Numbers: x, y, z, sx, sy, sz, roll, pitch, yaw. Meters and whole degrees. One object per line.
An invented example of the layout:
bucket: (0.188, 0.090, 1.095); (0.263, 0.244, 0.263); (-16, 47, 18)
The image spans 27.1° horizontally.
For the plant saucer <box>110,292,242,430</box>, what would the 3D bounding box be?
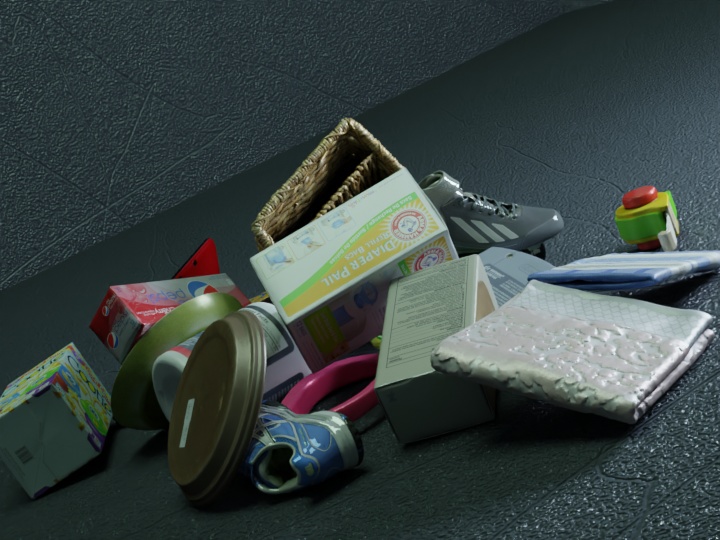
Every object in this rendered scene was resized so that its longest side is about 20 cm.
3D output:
plant saucer: (-0.204, 0.115, 1.752); (0.199, 0.201, 0.031); (-31, 58, -33)

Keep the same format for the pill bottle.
pill bottle: (-0.124, 0.106, 1.694); (0.199, 0.120, 0.119); (-30, 14, -33)

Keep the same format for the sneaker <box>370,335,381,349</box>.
sneaker: (0.097, 0.026, 1.720); (0.199, 0.084, 0.074); (-22, 8, -2)

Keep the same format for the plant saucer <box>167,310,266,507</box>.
plant saucer: (-0.148, 0.135, 1.498); (0.029, 0.202, 0.200); (16, -4, -24)

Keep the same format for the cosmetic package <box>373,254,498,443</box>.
cosmetic package: (0.078, 0.074, 1.474); (0.104, 0.071, 0.201); (-16, 28, 17)

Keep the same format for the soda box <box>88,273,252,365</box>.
soda box: (-0.219, 0.054, 1.764); (0.199, 0.070, 0.064); (-7, -43, -54)

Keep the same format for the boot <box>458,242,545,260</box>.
boot: (0.137, -0.020, 1.866); (0.199, 0.077, 0.168); (-26, 15, 16)

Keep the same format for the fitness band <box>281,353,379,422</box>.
fitness band: (-0.019, 0.132, 1.592); (0.143, 0.038, 0.200); (-19, 12, 17)

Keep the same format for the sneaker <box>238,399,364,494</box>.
sneaker: (-0.088, 0.173, 1.444); (0.077, 0.076, 0.199); (-28, 11, -40)

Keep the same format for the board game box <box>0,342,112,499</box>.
board game box: (-0.376, 0.179, 1.826); (0.103, 0.105, 0.200); (-34, 12, 2)

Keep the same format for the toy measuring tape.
toy measuring tape: (0.321, -0.049, 1.688); (0.073, 0.074, 0.200); (-19, 12, 16)

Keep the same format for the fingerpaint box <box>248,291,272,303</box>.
fingerpaint box: (-0.063, 0.052, 1.920); (0.199, 0.074, 0.167); (-25, 12, -14)

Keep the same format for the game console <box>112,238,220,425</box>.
game console: (-0.253, 0.078, 1.932); (0.172, 0.119, 0.200); (-30, 13, 29)

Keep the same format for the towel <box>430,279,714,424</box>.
towel: (0.193, 0.067, 1.342); (0.199, 0.033, 0.191); (12, 28, 33)

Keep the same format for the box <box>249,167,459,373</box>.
box: (0.000, 0.000, 1.609); (0.199, 0.113, 0.102); (-30, 54, -4)

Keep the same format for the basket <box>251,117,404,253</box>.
basket: (-0.016, -0.049, 1.786); (0.142, 0.149, 0.200); (32, 66, 22)

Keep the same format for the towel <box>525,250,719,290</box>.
towel: (0.271, 0.002, 1.513); (0.146, 0.024, 0.199); (-2, 5, 33)

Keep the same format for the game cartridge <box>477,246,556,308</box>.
game cartridge: (0.154, 0.036, 1.606); (0.133, 0.041, 0.200); (-32, 27, -11)

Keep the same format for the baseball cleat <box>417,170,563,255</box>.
baseball cleat: (0.132, -0.066, 1.723); (0.198, 0.107, 0.070); (-10, 27, 4)
